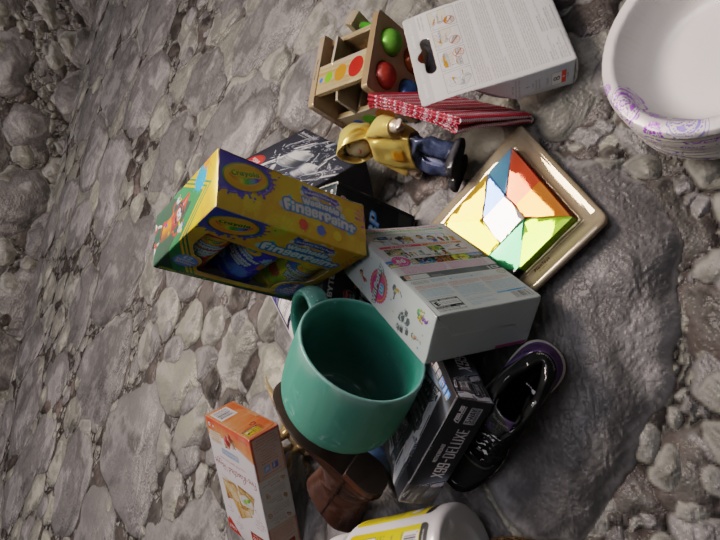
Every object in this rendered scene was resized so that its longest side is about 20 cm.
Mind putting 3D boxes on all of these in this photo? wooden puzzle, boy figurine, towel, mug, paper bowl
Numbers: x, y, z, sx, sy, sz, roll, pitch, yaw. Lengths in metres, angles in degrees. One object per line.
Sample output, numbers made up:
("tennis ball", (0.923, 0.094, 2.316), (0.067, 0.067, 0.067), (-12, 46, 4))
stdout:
("wooden puzzle", (0.183, -0.062, 0.745), (0.186, 0.037, 0.202), (-48, 46, 24))
("boy figurine", (0.052, -0.174, 0.835), (0.196, 0.125, 0.066), (17, 72, 20))
("towel", (0.117, -0.219, 0.807), (0.199, 0.142, 0.023), (33, 128, 47))
("mug", (-0.016, 0.116, 0.680), (0.187, 0.148, 0.116), (-95, 23, -54))
("paper bowl", (0.348, -0.206, 0.571), (0.198, 0.103, 0.206), (-19, 62, 41))

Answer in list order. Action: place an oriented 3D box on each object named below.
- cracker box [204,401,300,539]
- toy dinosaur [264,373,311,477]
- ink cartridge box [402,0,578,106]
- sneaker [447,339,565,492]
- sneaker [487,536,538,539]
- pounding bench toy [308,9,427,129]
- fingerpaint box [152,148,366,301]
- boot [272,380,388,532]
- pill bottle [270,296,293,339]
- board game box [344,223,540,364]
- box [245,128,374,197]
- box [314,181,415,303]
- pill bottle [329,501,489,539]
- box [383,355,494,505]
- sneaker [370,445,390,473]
("cracker box", (-0.163, 0.316, 0.894), (0.132, 0.057, 0.205), (7, 111, 48))
("toy dinosaur", (-0.109, 0.260, 0.939), (0.199, 0.058, 0.102), (34, 85, 41))
("ink cartridge box", (0.165, -0.290, 0.778), (0.195, 0.050, 0.166), (-16, 62, 12))
("sneaker", (0.144, 0.164, 0.648), (0.075, 0.087, 0.203), (35, 104, 19))
("sneaker", (0.206, 0.318, 0.565), (0.197, 0.066, 0.092), (-13, 74, 44))
("pounding bench toy", (0.024, -0.347, 0.955), (0.154, 0.123, 0.205), (-3, 73, 46))
("fingerpaint box", (-0.118, -0.040, 0.696), (0.165, 0.197, 0.075), (-29, 55, 42))
("boot", (-0.054, 0.250, 0.772), (0.186, 0.064, 0.201), (45, 149, 16))
("pill bottle", (-0.071, 0.056, 0.919), (0.112, 0.110, 0.201), (-52, 45, 18))
("board game box", (0.088, 0.016, 0.700), (0.200, 0.144, 0.066), (47, 135, 49))
("box", (-0.104, -0.125, 0.959), (0.180, 0.106, 0.199), (-31, 39, -21))
("box", (0.000, 0.000, 0.825), (0.045, 0.157, 0.205), (-7, 70, 49))
("pill bottle", (0.046, 0.345, 0.683), (0.198, 0.113, 0.117), (-30, 55, 37))
("box", (0.072, 0.144, 0.712), (0.201, 0.049, 0.160), (-108, 37, -56))
("sneaker", (-0.002, 0.197, 0.832), (0.079, 0.066, 0.200), (-50, 46, 9))
